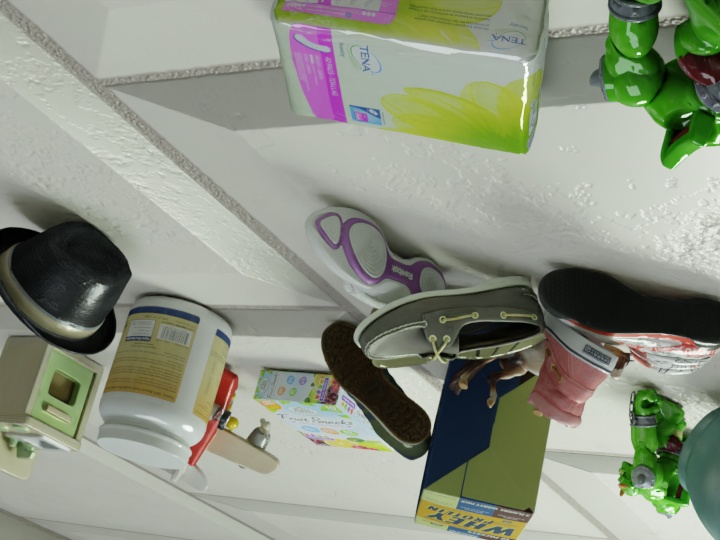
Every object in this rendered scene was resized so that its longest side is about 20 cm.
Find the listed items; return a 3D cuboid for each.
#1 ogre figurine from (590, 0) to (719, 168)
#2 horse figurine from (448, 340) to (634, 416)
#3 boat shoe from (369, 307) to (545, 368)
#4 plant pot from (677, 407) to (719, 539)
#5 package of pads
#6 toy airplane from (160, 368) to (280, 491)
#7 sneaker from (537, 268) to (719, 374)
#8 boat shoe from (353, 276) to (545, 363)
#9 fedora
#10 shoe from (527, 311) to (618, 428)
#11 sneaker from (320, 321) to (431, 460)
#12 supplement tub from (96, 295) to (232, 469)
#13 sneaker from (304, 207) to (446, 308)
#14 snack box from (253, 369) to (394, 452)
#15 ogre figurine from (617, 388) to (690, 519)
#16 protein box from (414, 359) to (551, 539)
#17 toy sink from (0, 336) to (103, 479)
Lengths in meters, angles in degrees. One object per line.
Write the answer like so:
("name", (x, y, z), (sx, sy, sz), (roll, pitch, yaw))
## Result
("ogre figurine", (0.239, -0.132, 0.869), (0.200, 0.098, 0.120), (9, 148, -17))
("horse figurine", (0.198, 0.112, 1.494), (0.200, 0.133, 0.050), (5, 125, 34))
("boat shoe", (0.108, 0.061, 1.461), (0.200, 0.068, 0.075), (-4, 154, -9))
("plant pot", (0.466, 0.241, 1.546), (0.200, 0.200, 0.134), (36, 176, -43))
("package of pads", (0.038, -0.163, 0.975), (0.200, 0.068, 0.155), (10, 159, 8))
("toy airplane", (-0.237, 0.236, 1.994), (0.199, 0.141, 0.200), (-13, 114, 26))
("sneaker", (0.277, 0.059, 1.356), (0.201, 0.067, 0.108), (11, 155, 2))
("boat shoe", (0.095, 0.060, 1.361), (0.202, 0.060, 0.072), (-13, 143, -11))
("fedora", (-0.337, 0.004, 1.529), (0.092, 0.201, 0.201), (-35, 135, 20))
("shoe", (0.213, 0.104, 1.375), (0.071, 0.091, 0.200), (30, -175, -3))
("sneaker", (0.019, 0.159, 1.622), (0.200, 0.067, 0.090), (49, 164, 29))
("supplement tub", (-0.261, 0.149, 1.722), (0.144, 0.200, 0.144), (13, 158, 5))
("sneaker", (0.000, 0.000, 1.372), (0.100, 0.075, 0.200), (-8, 149, 41))
("snack box", (-0.047, 0.210, 1.930), (0.142, 0.053, 0.200), (0, 153, 29))
("ogre figurine", (0.380, 0.236, 1.643), (0.098, 0.120, 0.200), (9, 157, 13))
("protein box", (0.156, 0.218, 1.632), (0.135, 0.199, 0.200), (12, 158, 4))
("toy sink", (-0.505, 0.219, 2.039), (0.112, 0.200, 0.130), (-2, 152, 35))
